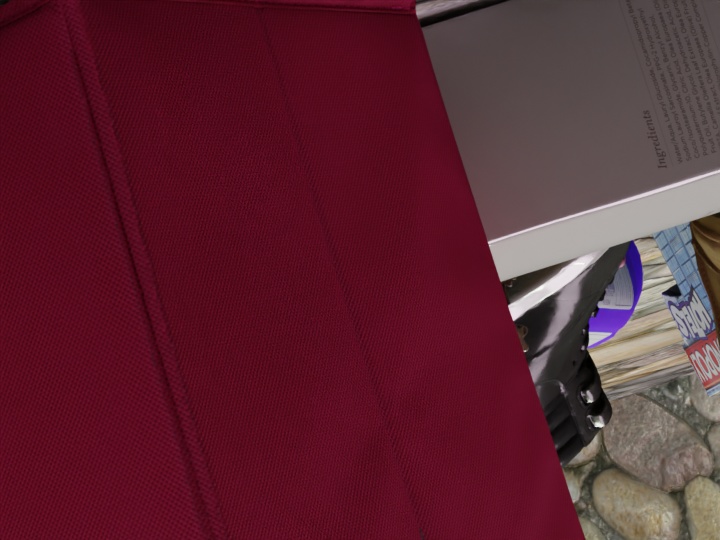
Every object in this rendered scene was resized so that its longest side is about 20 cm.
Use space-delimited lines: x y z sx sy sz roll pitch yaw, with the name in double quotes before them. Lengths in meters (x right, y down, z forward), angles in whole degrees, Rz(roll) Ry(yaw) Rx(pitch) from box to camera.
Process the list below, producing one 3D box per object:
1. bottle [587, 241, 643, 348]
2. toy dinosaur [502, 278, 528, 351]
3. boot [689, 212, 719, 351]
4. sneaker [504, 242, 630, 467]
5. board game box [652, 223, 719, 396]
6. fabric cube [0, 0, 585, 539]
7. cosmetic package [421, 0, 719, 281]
"bottle" 0.104 0.000 1.474 0.065 0.084 0.200 -29 171 14
"toy dinosaur" 0.000 0.000 1.255 0.199 0.086 0.136 -9 -175 -2
"boot" 0.191 0.038 1.271 0.066 0.201 0.175 -12 -164 7
"sneaker" 0.094 0.021 1.340 0.099 0.071 0.200 30 108 -35
"board game box" 0.205 0.030 1.447 0.062 0.200 0.200 -25 174 -7
"fabric cube" -0.078 0.038 0.868 0.196 0.200 0.200 -20 173 31
"cosmetic package" 0.069 -0.048 1.003 0.199 0.085 0.108 -16 172 -1
